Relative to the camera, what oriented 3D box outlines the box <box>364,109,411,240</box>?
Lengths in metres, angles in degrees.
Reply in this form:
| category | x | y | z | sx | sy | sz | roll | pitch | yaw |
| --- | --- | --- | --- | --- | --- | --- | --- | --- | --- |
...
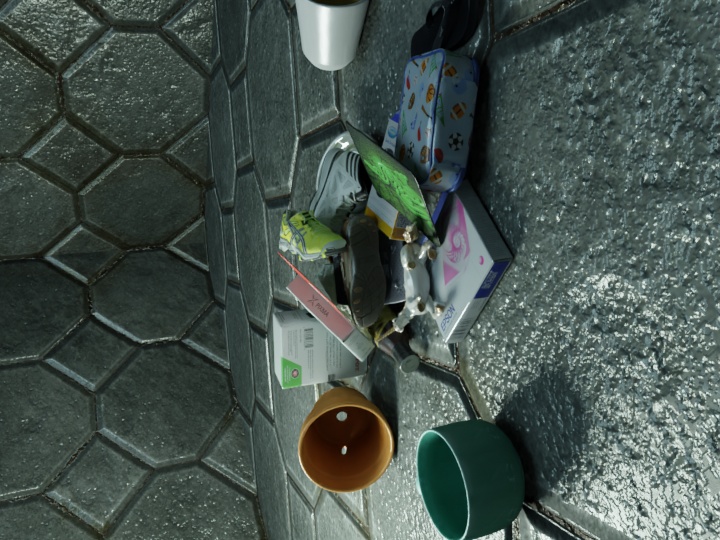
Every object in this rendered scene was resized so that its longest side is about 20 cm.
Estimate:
| category | x | y | z | sx | sy | sz | roll | pitch | yaw |
| --- | --- | --- | --- | --- | --- | --- | --- | --- | --- |
| box | 0.068 | -0.169 | 1.077 | 0.119 | 0.041 | 0.205 | 48 | 126 | 56 |

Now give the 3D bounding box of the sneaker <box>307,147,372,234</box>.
| category | x | y | z | sx | sy | sz | roll | pitch | yaw |
| --- | --- | --- | --- | --- | --- | --- | --- | --- | --- |
| sneaker | -0.034 | -0.124 | 1.179 | 0.114 | 0.074 | 0.206 | 19 | 100 | 46 |

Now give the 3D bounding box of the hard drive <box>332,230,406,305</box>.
| category | x | y | z | sx | sy | sz | roll | pitch | yaw |
| --- | --- | --- | --- | --- | --- | --- | --- | --- | --- |
| hard drive | 0.024 | -0.004 | 1.185 | 0.197 | 0.042 | 0.139 | -7 | 89 | 48 |

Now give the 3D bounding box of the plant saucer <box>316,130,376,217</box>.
| category | x | y | z | sx | sy | sz | roll | pitch | yaw |
| --- | --- | --- | --- | --- | --- | --- | --- | --- | --- |
| plant saucer | -0.010 | -0.172 | 1.244 | 0.197 | 0.049 | 0.206 | -3 | 86 | 46 |

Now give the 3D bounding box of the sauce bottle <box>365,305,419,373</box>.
| category | x | y | z | sx | sy | sz | roll | pitch | yaw |
| --- | --- | --- | --- | --- | --- | --- | --- | --- | --- |
| sauce bottle | 0.053 | 0.117 | 1.190 | 0.200 | 0.064 | 0.068 | -128 | 38 | -54 |

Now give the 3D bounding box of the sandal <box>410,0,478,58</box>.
| category | x | y | z | sx | sy | sz | roll | pitch | yaw |
| --- | --- | --- | --- | --- | --- | --- | --- | --- | --- |
| sandal | 0.117 | -0.358 | 0.932 | 0.200 | 0.042 | 0.078 | 150 | 112 | -67 |

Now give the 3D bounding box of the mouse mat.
| category | x | y | z | sx | sy | sz | roll | pitch | yaw |
| --- | --- | --- | --- | --- | --- | --- | --- | --- | --- |
| mouse mat | 0.049 | -0.133 | 0.959 | 0.200 | 0.007 | 0.162 | 46 | 169 | 43 |

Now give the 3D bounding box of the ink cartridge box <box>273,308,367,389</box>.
| category | x | y | z | sx | sy | sz | roll | pitch | yaw |
| --- | --- | --- | --- | --- | --- | --- | --- | --- | --- |
| ink cartridge box | -0.089 | 0.164 | 1.385 | 0.084 | 0.195 | 0.150 | -141 | 49 | -64 |

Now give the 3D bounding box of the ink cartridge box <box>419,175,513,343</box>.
| category | x | y | z | sx | sy | sz | roll | pitch | yaw |
| --- | --- | --- | --- | --- | --- | --- | --- | --- | --- |
| ink cartridge box | 0.139 | -0.028 | 0.962 | 0.199 | 0.042 | 0.203 | 109 | 147 | -47 |

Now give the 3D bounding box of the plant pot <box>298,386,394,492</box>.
| category | x | y | z | sx | sy | sz | roll | pitch | yaw |
| --- | --- | --- | --- | --- | --- | --- | --- | --- | --- |
| plant pot | -0.034 | 0.341 | 1.329 | 0.140 | 0.194 | 0.206 | -109 | 18 | -73 |

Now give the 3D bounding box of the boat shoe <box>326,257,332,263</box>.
| category | x | y | z | sx | sy | sz | roll | pitch | yaw |
| --- | --- | --- | --- | --- | --- | --- | --- | --- | --- |
| boat shoe | -0.043 | -0.048 | 1.386 | 0.073 | 0.066 | 0.204 | 114 | 144 | -52 |

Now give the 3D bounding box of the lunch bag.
| category | x | y | z | sx | sy | sz | roll | pitch | yaw |
| --- | --- | --- | --- | --- | --- | --- | --- | --- | --- |
| lunch bag | 0.105 | -0.221 | 0.921 | 0.160 | 0.074 | 0.206 | -152 | 70 | -69 |

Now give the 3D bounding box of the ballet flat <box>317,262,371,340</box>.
| category | x | y | z | sx | sy | sz | roll | pitch | yaw |
| --- | --- | --- | --- | --- | --- | --- | --- | --- | --- |
| ballet flat | -0.018 | 0.070 | 1.297 | 0.202 | 0.071 | 0.071 | 58 | 164 | -16 |

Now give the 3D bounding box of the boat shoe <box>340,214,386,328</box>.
| category | x | y | z | sx | sy | sz | roll | pitch | yaw |
| --- | --- | --- | --- | --- | --- | --- | --- | --- | --- |
| boat shoe | 0.000 | 0.000 | 1.136 | 0.071 | 0.074 | 0.206 | -161 | 68 | -63 |

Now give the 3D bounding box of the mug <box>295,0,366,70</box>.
| category | x | y | z | sx | sy | sz | roll | pitch | yaw |
| --- | --- | --- | --- | --- | --- | --- | --- | --- | --- |
| mug | -0.047 | -0.496 | 1.242 | 0.148 | 0.186 | 0.155 | 34 | 145 | 21 |

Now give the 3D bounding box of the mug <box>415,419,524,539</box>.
| category | x | y | z | sx | sy | sz | roll | pitch | yaw |
| --- | --- | --- | --- | --- | --- | --- | --- | --- | --- |
| mug | 0.156 | 0.288 | 0.901 | 0.185 | 0.111 | 0.156 | -147 | 54 | -64 |

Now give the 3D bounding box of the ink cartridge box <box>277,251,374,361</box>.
| category | x | y | z | sx | sy | sz | roll | pitch | yaw |
| --- | --- | --- | --- | --- | --- | --- | --- | --- | --- |
| ink cartridge box | -0.076 | 0.069 | 1.188 | 0.199 | 0.044 | 0.174 | 40 | 174 | 39 |

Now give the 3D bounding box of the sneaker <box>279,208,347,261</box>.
| category | x | y | z | sx | sy | sz | roll | pitch | yaw |
| --- | --- | --- | --- | --- | --- | --- | --- | --- | --- |
| sneaker | -0.095 | -0.066 | 1.130 | 0.198 | 0.074 | 0.079 | 14 | 113 | 52 |

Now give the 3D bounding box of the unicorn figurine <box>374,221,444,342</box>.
| category | x | y | z | sx | sy | sz | roll | pitch | yaw |
| --- | --- | --- | --- | --- | --- | --- | --- | --- | --- |
| unicorn figurine | 0.085 | 0.029 | 0.989 | 0.137 | 0.072 | 0.206 | -160 | 79 | -79 |
